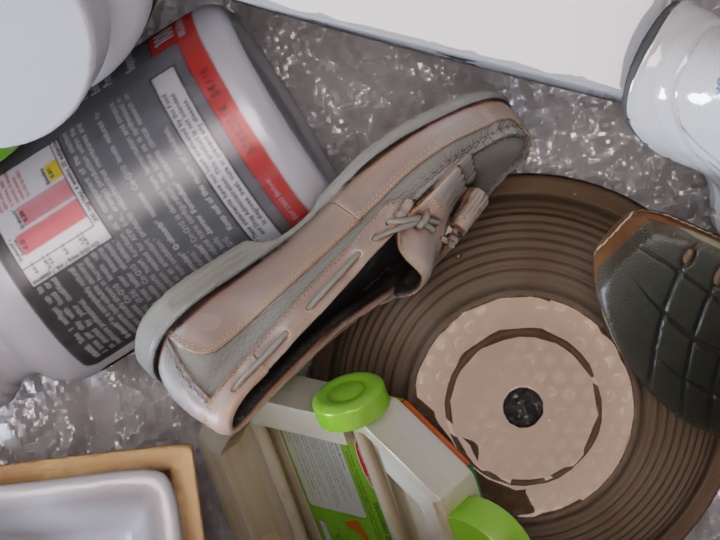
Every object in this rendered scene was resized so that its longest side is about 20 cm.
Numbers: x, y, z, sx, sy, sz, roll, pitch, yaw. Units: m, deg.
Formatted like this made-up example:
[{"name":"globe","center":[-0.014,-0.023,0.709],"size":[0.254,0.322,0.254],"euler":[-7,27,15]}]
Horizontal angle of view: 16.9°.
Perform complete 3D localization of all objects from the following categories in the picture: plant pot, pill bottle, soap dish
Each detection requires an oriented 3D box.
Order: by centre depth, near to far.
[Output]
[{"name":"pill bottle","center":[-0.135,-0.139,0.994],"size":[0.116,0.200,0.116],"euler":[4,122,6]},{"name":"pill bottle","center":[-0.117,-0.022,1.086],"size":[0.200,0.116,0.116],"euler":[-32,90,5]},{"name":"plant pot","center":[0.074,0.058,1.088],"size":[0.200,0.093,0.201],"euler":[0,94,5]},{"name":"soap dish","center":[-0.139,0.185,1.116],"size":[0.157,0.081,0.200],"euler":[-7,93,5]}]

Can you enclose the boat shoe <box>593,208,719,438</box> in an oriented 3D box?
[{"name":"boat shoe","center":[0.178,0.035,1.061],"size":[0.200,0.074,0.076],"euler":[36,111,-26]}]

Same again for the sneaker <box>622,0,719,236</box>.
[{"name":"sneaker","center":[0.188,-0.042,1.031],"size":[0.087,0.200,0.075],"euler":[23,85,41]}]

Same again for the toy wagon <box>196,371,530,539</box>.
[{"name":"toy wagon","center":[0.011,0.112,1.058],"size":[0.200,0.040,0.155],"euler":[9,128,44]}]

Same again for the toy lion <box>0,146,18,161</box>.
[{"name":"toy lion","center":[-0.225,-0.044,1.060],"size":[0.191,0.200,0.069],"euler":[-18,117,17]}]

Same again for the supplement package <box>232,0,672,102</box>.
[{"name":"supplement package","center":[0.042,-0.152,1.066],"size":[0.200,0.117,0.118],"euler":[14,94,4]}]

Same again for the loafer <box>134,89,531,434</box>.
[{"name":"loafer","center":[0.000,0.000,1.038],"size":[0.200,0.072,0.063],"euler":[-34,59,-14]}]
